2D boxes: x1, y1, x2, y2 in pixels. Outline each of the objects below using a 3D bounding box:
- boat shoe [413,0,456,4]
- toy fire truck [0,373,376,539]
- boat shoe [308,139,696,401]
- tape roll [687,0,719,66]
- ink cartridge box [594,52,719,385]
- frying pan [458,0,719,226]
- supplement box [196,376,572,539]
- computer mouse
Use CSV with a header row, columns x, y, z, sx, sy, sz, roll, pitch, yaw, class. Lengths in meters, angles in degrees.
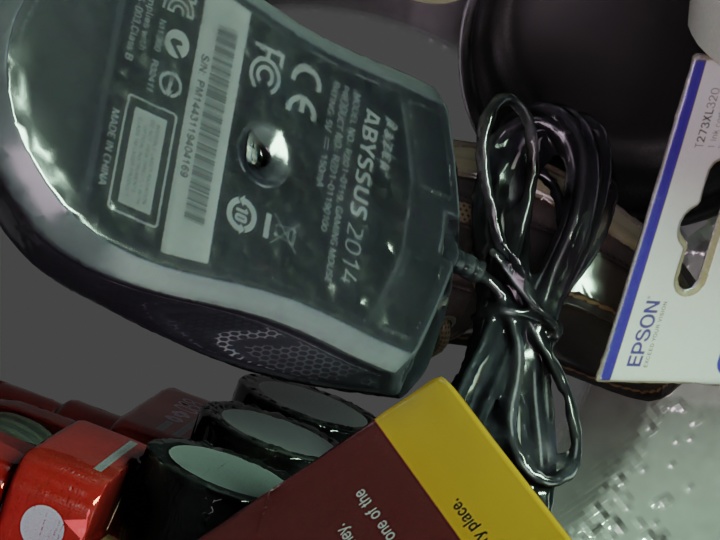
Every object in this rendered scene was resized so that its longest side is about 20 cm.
x,y,z,sx,sy,sz,roll,pitch,yaw,class
-0.041,-0.147,0.767,0.201,0.063,0.074,30,141,0,boat shoe
-0.104,0.047,0.793,0.199,0.176,0.129,20,100,7,toy fire truck
0.000,0.000,0.805,0.199,0.074,0.075,22,155,0,boat shoe
0.188,-0.115,0.693,0.201,0.203,0.140,4,108,-1,tape roll
0.154,-0.015,0.786,0.199,0.037,0.095,1,116,-31,ink cartridge box
0.113,-0.048,0.818,0.189,0.031,0.115,31,108,-21,frying pan
0.000,0.171,0.634,0.199,0.197,0.133,-34,129,-4,supplement box
-0.026,-0.011,0.721,0.199,0.139,0.053,29,153,-32,computer mouse
